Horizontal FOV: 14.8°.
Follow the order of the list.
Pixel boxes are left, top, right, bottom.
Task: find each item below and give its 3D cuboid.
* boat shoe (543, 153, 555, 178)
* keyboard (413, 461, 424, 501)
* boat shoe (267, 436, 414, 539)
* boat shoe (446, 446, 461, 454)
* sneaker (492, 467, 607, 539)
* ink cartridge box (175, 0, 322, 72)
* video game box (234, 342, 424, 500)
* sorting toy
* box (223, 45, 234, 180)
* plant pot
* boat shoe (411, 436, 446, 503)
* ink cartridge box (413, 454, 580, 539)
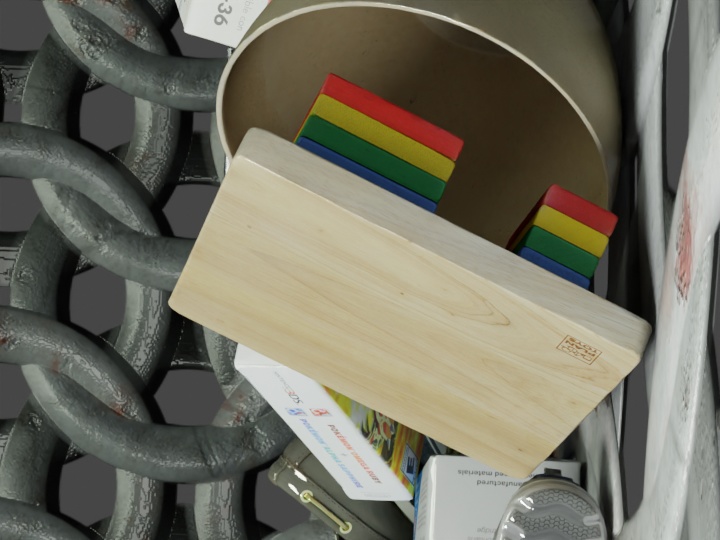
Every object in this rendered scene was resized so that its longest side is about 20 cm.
[{"bbox_3d":[0.085,-0.024,1.523,0.199,0.068,0.074,102,169,-78],"label":"boat shoe"},{"bbox_3d":[0.021,0.109,1.657,0.200,0.021,0.127,53,173,-21],"label":"keyboard"},{"bbox_3d":[0.010,0.157,1.650,0.072,0.060,0.202,43,171,47],"label":"boat shoe"},{"bbox_3d":[0.078,0.097,1.667,0.072,0.061,0.201,95,177,-48],"label":"boat shoe"},{"bbox_3d":[0.088,0.194,1.389,0.082,0.075,0.200,-68,-8,-76],"label":"sneaker"},{"bbox_3d":[-0.053,-0.184,1.500,0.200,0.067,0.117,-117,43,-74],"label":"ink cartridge box"},{"bbox_3d":[0.000,0.000,1.512,0.182,0.047,0.200,50,-135,-55],"label":"video game box"},{"bbox_3d":[0.026,0.001,1.313,0.070,0.200,0.199,-65,3,-24],"label":"sorting toy"},{"bbox_3d":[0.006,-0.088,1.918,0.079,0.200,0.141,-95,8,-74],"label":"box"},{"bbox_3d":[0.044,-0.101,1.375,0.200,0.200,0.134,95,-166,-51],"label":"plant pot"},{"bbox_3d":[0.021,0.075,1.757,0.091,0.071,0.200,-33,79,37],"label":"boat shoe"},{"bbox_3d":[0.068,0.206,1.500,0.146,0.086,0.200,102,169,-81],"label":"ink cartridge box"}]
